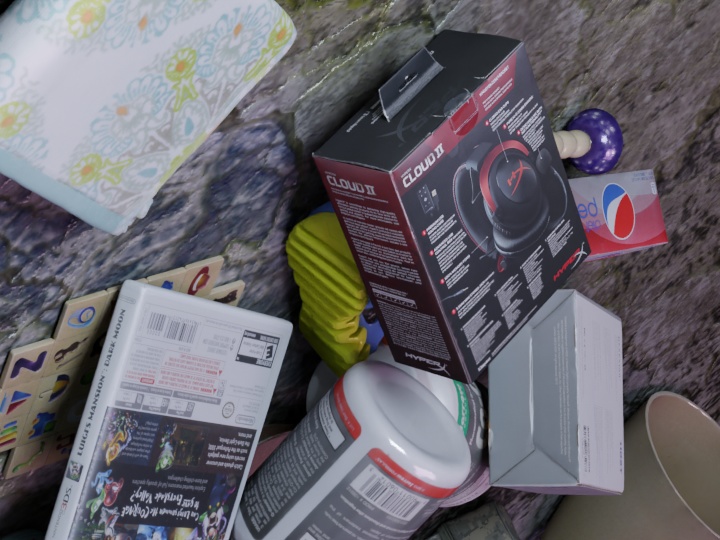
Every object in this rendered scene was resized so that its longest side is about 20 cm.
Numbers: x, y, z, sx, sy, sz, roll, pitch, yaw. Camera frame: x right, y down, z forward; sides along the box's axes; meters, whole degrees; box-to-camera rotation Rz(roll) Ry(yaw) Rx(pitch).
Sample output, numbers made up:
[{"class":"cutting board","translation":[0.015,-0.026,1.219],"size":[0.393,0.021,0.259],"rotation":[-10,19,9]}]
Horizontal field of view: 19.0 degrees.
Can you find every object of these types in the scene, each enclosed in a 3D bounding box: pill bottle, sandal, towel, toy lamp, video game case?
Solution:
[{"class":"pill bottle","translation":[-0.022,0.171,1.566],"size":[0.200,0.116,0.116],"rotation":[-47,155,22]},{"class":"sandal","translation":[0.000,0.000,1.534],"size":[0.087,0.080,0.200],"rotation":[-39,162,-17]},{"class":"towel","translation":[-0.134,-0.114,1.198],"size":[0.171,0.048,0.200],"rotation":[-49,154,4]},{"class":"pill bottle","translation":[0.038,0.120,1.714],"size":[0.113,0.113,0.200],"rotation":[-46,155,6]},{"class":"toy lamp","translation":[0.120,-0.092,1.582],"size":[0.199,0.058,0.058],"rotation":[-11,140,-51]},{"class":"video game case","translation":[-0.127,0.108,1.467],"size":[0.200,0.023,0.183],"rotation":[17,89,-62]}]

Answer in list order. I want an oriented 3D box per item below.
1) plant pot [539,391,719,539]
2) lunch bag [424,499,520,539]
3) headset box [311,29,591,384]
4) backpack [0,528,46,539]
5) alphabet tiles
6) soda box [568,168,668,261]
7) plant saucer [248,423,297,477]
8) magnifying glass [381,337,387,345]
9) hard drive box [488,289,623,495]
[{"class":"plant pot","translation":[0.287,0.259,2.235],"size":[0.200,0.188,0.187],"rotation":[-40,158,28]},{"class":"lunch bag","translation":[0.100,0.341,2.123],"size":[0.167,0.140,0.200],"rotation":[-25,153,0]},{"class":"headset box","translation":[0.062,-0.052,1.432],"size":[0.149,0.075,0.201],"rotation":[-45,130,-30]},{"class":"backpack","translation":[-0.210,0.269,1.540],"size":[0.200,0.150,0.178],"rotation":[-47,152,-1]},{"class":"alphabet tiles","translation":[-0.168,0.066,1.462],"size":[0.199,0.006,0.167],"rotation":[-18,144,-42]},{"class":"soda box","translation":[0.156,-0.036,1.677],"size":[0.070,0.064,0.199],"rotation":[-14,177,40]},{"class":"plant saucer","translation":[-0.107,0.189,1.706],"size":[0.199,0.032,0.201],"rotation":[-33,153,-19]},{"class":"magnifying glass","translation":[0.079,0.015,1.687],"size":[0.200,0.022,0.080],"rotation":[-30,158,-50]},{"class":"hard drive box","translation":[0.165,0.106,1.788],"size":[0.076,0.157,0.200],"rotation":[-2,171,17]}]
